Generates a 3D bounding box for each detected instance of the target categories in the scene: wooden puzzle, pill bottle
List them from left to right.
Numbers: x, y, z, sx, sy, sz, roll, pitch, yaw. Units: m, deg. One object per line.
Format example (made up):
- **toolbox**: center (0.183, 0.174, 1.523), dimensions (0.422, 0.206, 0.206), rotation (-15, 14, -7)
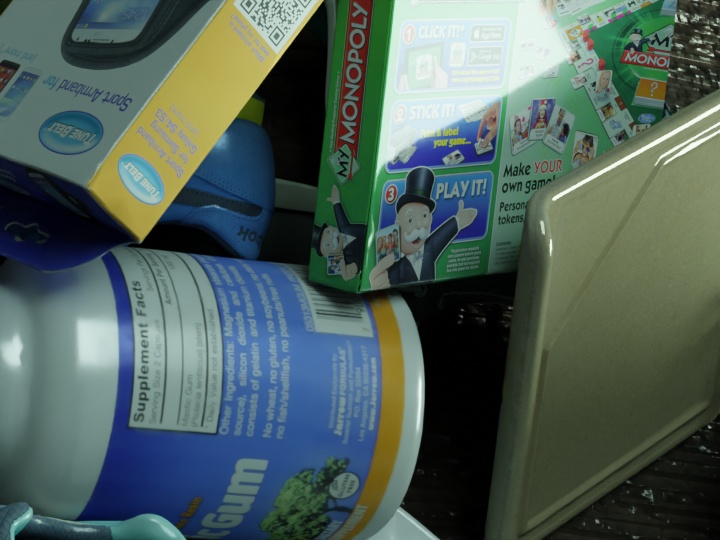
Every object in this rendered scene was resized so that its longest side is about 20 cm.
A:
- **pill bottle**: center (-0.086, 0.047, 1.013), dimensions (0.200, 0.112, 0.112), rotation (5, 52, -26)
- **wooden puzzle**: center (0.110, 0.016, 1.114), dimensions (0.037, 0.185, 0.200), rotation (25, 37, 28)

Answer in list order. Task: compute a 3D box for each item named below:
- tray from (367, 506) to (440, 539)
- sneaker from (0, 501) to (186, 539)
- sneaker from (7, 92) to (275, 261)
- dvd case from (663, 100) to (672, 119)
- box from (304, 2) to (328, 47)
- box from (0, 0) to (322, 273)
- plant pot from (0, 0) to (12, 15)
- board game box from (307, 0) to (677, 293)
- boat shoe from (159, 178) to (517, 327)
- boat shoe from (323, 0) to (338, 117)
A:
- **tray**: center (-0.002, 0.182, 1.014), dimensions (0.107, 0.022, 0.200), rotation (40, 45, 4)
- **sneaker**: center (-0.152, 0.115, 0.937), dimensions (0.200, 0.086, 0.078), rotation (-4, 56, -32)
- **sneaker**: center (-0.134, -0.033, 1.058), dimensions (0.200, 0.066, 0.079), rotation (1, 84, 3)
- **dvd case**: center (0.080, -0.143, 1.196), dimensions (0.200, 0.022, 0.146), rotation (50, 6, -42)
- **box**: center (0.070, -0.070, 1.222), dimensions (0.200, 0.049, 0.082), rotation (43, 19, 8)
- **box**: center (-0.082, -0.091, 0.985), dimensions (0.200, 0.119, 0.041), rotation (-53, 130, -16)
- **plant pot**: center (-0.119, -0.149, 1.118), dimensions (0.190, 0.200, 0.200), rotation (37, 44, -14)
- **board game box**: center (0.059, -0.067, 1.065), dimensions (0.029, 0.135, 0.200), rotation (14, 13, 38)
- **boat shoe**: center (0.000, 0.000, 1.152), dimensions (0.200, 0.073, 0.062), rotation (13, 92, -30)
- **boat shoe**: center (0.027, -0.097, 1.130), dimensions (0.074, 0.060, 0.200), rotation (7, 59, -25)
